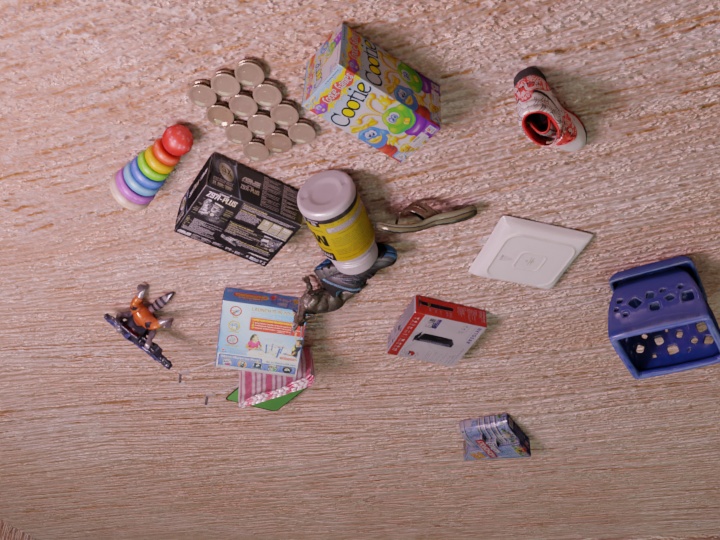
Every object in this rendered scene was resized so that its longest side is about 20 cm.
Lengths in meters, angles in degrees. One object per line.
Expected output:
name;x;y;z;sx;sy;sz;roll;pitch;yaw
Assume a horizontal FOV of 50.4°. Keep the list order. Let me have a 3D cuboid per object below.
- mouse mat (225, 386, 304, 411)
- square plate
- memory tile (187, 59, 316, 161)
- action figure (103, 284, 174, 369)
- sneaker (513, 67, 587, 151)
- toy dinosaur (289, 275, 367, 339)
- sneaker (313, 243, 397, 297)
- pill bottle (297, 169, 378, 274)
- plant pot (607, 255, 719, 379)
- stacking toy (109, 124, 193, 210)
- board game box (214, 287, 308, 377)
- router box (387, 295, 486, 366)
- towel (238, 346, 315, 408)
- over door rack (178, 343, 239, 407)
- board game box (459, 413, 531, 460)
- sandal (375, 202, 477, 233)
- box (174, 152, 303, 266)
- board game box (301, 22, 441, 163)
mouse mat;-0.245;0.322;2.062;0.161;0.008;0.200;-40;140;21
square plate;0.350;-0.027;1.590;0.197;0.029;0.200;10;143;-10
memory tile;-0.185;-0.271;1.315;0.153;0.017;0.200;-17;139;26
action figure;-0.496;0.133;1.822;0.200;0.105;0.193;44;138;-9
sneaker;0.313;-0.229;1.251;0.067;0.108;0.201;-22;137;31
toy dinosaur;-0.082;0.062;1.708;0.200;0.077;0.102;-23;136;-22
sneaker;0.000;0.000;1.603;0.200;0.073;0.082;-14;110;36
pill bottle;-0.037;-0.087;1.469;0.114;0.115;0.200;-8;142;15
plant pot;0.632;0.092;1.598;0.199;0.180;0.200;-17;139;27
stacking toy;-0.370;-0.193;1.391;0.085;0.086;0.200;32;131;-33
board game box;-0.232;0.148;1.795;0.199;0.056;0.196;9;121;-7
router box;0.179;0.147;1.822;0.179;0.049;0.200;12;143;-12
towel;-0.210;0.260;1.896;0.199;0.146;0.030;-18;118;1
over door rack;-0.358;0.261;1.994;0.200;0.067;0.148;-28;138;6
board game box;0.380;0.508;2.285;0.199;0.062;0.200;-17;139;25
sandal;0.124;-0.108;1.478;0.200;0.058;0.080;-13;-178;-5
box;-0.232;-0.112;1.474;0.200;0.086;0.164;22;140;-23
board game box;0.020;-0.278;1.213;0.200;0.105;0.103;25;138;-28
